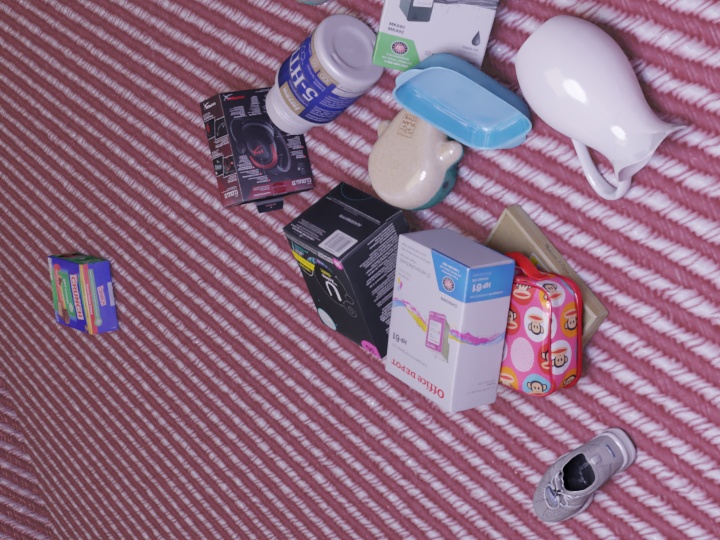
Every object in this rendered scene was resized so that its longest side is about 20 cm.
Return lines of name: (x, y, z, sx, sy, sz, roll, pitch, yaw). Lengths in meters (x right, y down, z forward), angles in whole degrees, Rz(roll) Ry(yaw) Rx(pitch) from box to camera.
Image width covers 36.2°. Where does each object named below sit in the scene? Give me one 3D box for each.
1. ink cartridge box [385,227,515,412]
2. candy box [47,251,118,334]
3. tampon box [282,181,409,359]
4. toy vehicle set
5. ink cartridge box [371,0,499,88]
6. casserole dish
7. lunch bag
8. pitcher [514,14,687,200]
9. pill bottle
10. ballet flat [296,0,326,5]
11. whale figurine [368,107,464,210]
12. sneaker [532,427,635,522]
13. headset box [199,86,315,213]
ink cartridge box: (0.114, 0.063, 1.437, 0.144, 0.084, 0.202, 29, 121, 49)
candy box: (-0.658, 0.052, 2.607, 0.199, 0.077, 0.170, 9, 108, 49)
tampon box: (0.000, 0.000, 1.639, 0.150, 0.126, 0.201, 29, 149, 45)
toy vehicle set: (0.235, 0.026, 1.484, 0.200, 0.026, 0.125, 54, 138, 26)
ink cartridge box: (0.105, -0.356, 1.422, 0.145, 0.084, 0.201, 13, 122, 0)
casserole dish: (0.135, -0.222, 1.434, 0.121, 0.199, 0.039, -23, 48, 52)
lunch bag: (0.199, 0.062, 1.452, 0.199, 0.082, 0.178, 15, 112, 50)
pitcher: (0.270, -0.189, 1.311, 0.200, 0.121, 0.172, 50, 153, 14)
pill bottle: (-0.062, -0.291, 1.689, 0.200, 0.119, 0.120, -34, 74, 51)
ballet flat: (-0.101, -0.509, 1.713, 0.067, 0.063, 0.201, -24, 82, 52)
whale figurine: (0.094, -0.182, 1.562, 0.159, 0.103, 0.201, 22, 94, 42)
sneaker: (0.277, 0.276, 1.466, 0.075, 0.082, 0.200, 55, 139, 25)
headset box: (-0.169, -0.197, 1.833, 0.075, 0.148, 0.202, -10, 94, 54)
